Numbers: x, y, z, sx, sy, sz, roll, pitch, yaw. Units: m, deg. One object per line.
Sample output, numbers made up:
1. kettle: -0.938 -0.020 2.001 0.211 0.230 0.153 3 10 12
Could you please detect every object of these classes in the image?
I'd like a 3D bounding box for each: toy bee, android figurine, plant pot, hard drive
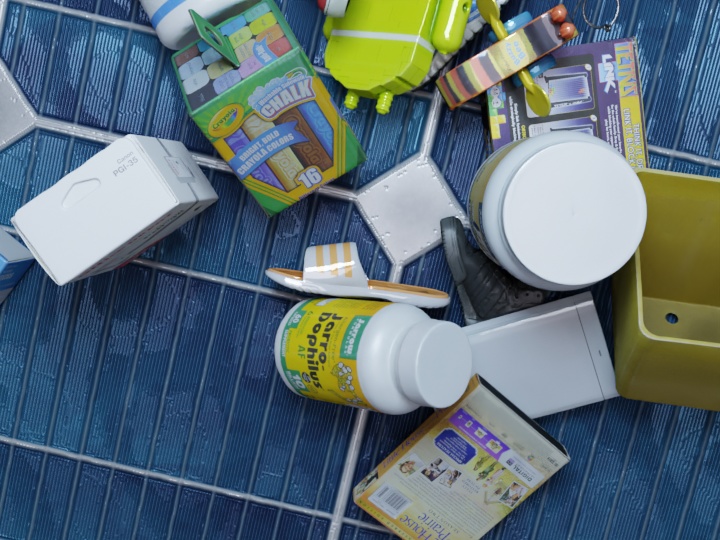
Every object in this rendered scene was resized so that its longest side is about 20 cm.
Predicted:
1. toy bee: 0.165 -0.231 0.880 0.131 0.109 0.200 39 96 -3
2. android figurine: 0.032 -0.260 0.919 0.182 0.041 0.200 15 90 40
3. plant pot: 0.349 0.039 0.904 0.200 0.176 0.200 7 55 1
4. hard drive: 0.169 0.108 0.977 0.200 0.027 0.132 -17 118 12

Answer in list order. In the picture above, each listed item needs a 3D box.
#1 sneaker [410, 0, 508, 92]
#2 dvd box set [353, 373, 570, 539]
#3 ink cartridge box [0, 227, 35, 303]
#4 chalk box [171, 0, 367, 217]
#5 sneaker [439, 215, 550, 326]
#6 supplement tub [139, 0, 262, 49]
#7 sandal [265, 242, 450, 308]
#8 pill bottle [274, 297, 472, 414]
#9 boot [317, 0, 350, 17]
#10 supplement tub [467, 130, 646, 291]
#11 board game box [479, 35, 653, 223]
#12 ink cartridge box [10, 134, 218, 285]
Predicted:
1. sneaker: 0.099 -0.287 0.947 0.200 0.079 0.089 -45 96 6
2. dvd box set: 0.111 0.227 0.995 0.146 0.029 0.200 40 105 -16
3. ink cartridge box: -0.489 0.019 0.993 0.145 0.084 0.200 39 96 -3
4. chalk box: -0.101 -0.178 0.894 0.124 0.125 0.200 -30 135 4
5. sneaker: 0.160 0.024 0.987 0.104 0.060 0.200 -16 104 8
6. supplement tub: -0.190 -0.345 0.922 0.132 0.132 0.200 -28 94 4
7. sandal: 0.000 -0.001 0.985 0.206 0.079 0.059 7 95 -8
8. pill bottle: 0.012 0.088 0.921 0.200 0.113 0.113 3 94 46
9. boot: -0.069 -0.335 0.892 0.144 0.200 0.072 12 139 -15
10. supplement tub: 0.182 -0.058 0.851 0.145 0.200 0.145 0 96 1
11. board game box: 0.220 -0.140 0.970 0.165 0.057 0.200 -7 96 0
12. ink cartridge box: -0.243 -0.064 0.918 0.146 0.200 0.083 -34 94 5
